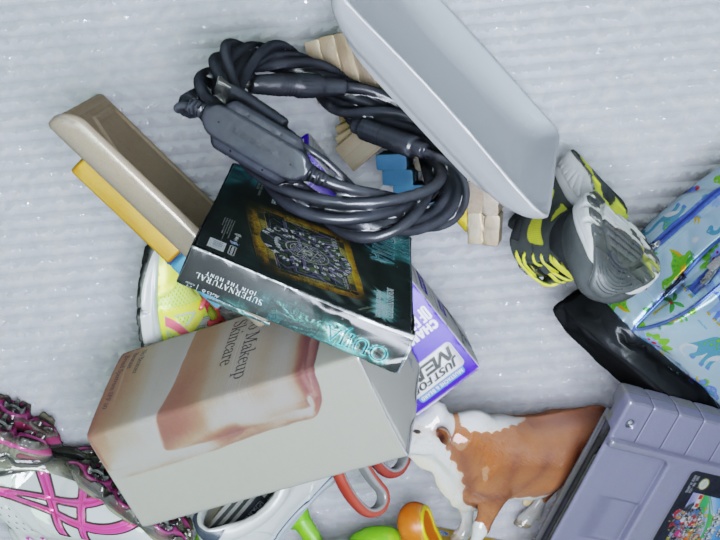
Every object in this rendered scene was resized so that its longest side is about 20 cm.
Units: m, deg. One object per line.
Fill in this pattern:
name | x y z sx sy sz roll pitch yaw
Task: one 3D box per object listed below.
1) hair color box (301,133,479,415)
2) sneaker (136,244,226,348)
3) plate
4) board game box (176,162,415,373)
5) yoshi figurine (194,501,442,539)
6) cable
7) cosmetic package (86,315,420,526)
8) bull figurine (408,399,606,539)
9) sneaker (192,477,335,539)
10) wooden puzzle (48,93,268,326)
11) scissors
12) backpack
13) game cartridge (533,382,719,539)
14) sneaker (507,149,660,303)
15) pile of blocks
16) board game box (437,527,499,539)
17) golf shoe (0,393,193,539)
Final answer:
hair color box | 0.000 0.000 1.022 0.065 0.109 0.200 -39 99 5
sneaker | -0.116 0.057 1.050 0.090 0.078 0.200 -7 112 -1
plate | 0.058 -0.131 0.960 0.032 0.200 0.200 -41 100 22
board game box | -0.033 -0.007 0.862 0.135 0.200 0.028 23 107 -5
yoshi figurine | -0.045 0.221 1.055 0.200 0.112 0.112 -10 89 20
cable | -0.018 -0.086 0.932 0.200 0.163 0.051 28 119 5
cosmetic package | -0.069 0.088 0.946 0.200 0.103 0.087 -18 117 16
bull figurine | 0.110 0.151 1.048 0.200 0.065 0.122 -1 109 -29
sneaker | -0.047 0.131 1.028 0.073 0.071 0.200 26 68 22
wooden puzzle | -0.132 -0.042 0.963 0.037 0.200 0.185 -45 99 4
scissors | -0.021 0.088 1.009 0.073 0.014 0.200 -46 117 -33
backpack | 0.271 0.011 1.023 0.163 0.154 0.200 43 82 -30
game cartridge | 0.205 0.183 1.027 0.130 0.038 0.200 17 115 -14
sneaker | 0.151 -0.014 0.986 0.074 0.200 0.085 42 108 -12
pile of blocks | 0.035 -0.096 1.034 0.082 0.062 0.200 -36 92 17
board game box | 0.123 0.295 1.118 0.200 0.040 0.153 11 100 -4
golf shoe | -0.223 0.175 1.071 0.200 0.073 0.092 28 105 3
